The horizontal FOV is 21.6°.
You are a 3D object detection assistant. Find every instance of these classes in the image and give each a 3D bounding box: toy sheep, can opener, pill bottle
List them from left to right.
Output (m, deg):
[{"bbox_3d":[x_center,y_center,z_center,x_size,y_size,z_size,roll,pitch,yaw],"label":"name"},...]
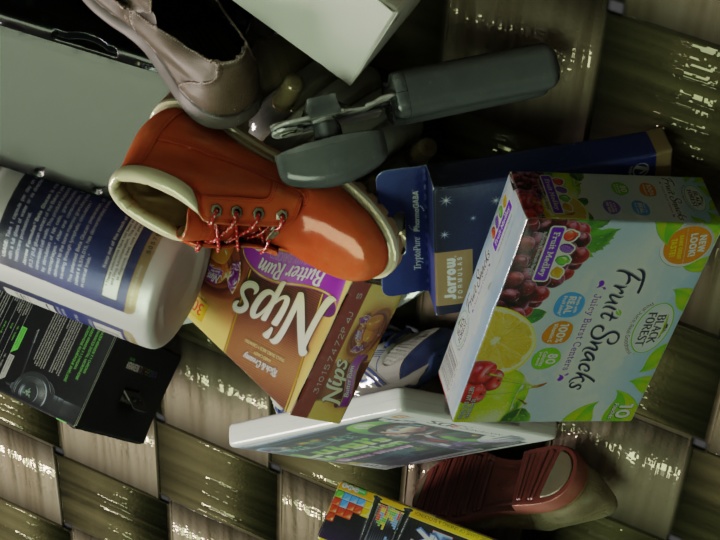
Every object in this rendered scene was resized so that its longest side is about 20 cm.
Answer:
[{"bbox_3d":[-0.223,-0.025,1.425,0.200,0.111,0.111,21,138,11],"label":"pill bottle"},{"bbox_3d":[-0.013,-0.085,1.351,0.200,0.138,0.138,55,139,3],"label":"toy sheep"},{"bbox_3d":[0.038,-0.100,1.261,0.053,0.200,0.067,143,114,-80],"label":"can opener"}]

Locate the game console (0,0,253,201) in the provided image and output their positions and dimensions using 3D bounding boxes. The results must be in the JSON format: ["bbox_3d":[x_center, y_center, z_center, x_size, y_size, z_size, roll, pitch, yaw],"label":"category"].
[{"bbox_3d":[-0.184,-0.159,1.366,0.200,0.176,0.116,17,154,4],"label":"game console"}]

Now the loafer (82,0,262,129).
[{"bbox_3d":[-0.130,-0.188,1.275,0.200,0.073,0.071,47,151,16],"label":"loafer"}]

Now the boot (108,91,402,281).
[{"bbox_3d":[-0.072,-0.035,1.269,0.200,0.107,0.075,28,131,5],"label":"boot"}]

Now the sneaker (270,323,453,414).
[{"bbox_3d":[-0.007,0.067,1.534,0.200,0.075,0.088,-18,94,37],"label":"sneaker"}]

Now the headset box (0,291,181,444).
[{"bbox_3d":[-0.272,0.072,1.651,0.200,0.093,0.174,23,176,14],"label":"headset box"}]

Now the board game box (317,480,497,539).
[{"bbox_3d":[0.070,0.249,1.599,0.165,0.057,0.200,20,169,21],"label":"board game box"}]

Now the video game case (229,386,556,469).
[{"bbox_3d":[0.026,0.131,1.529,0.182,0.023,0.200,14,159,-42],"label":"video game case"}]

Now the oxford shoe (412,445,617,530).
[{"bbox_3d":[0.125,0.194,1.571,0.075,0.070,0.200,37,153,-31],"label":"oxford shoe"}]

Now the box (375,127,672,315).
[{"bbox_3d":[0.113,-0.030,1.304,0.200,0.032,0.121,-8,133,-5],"label":"box"}]

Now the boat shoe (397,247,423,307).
[{"bbox_3d":[0.000,0.000,1.454,0.200,0.074,0.065,-29,104,30],"label":"boat shoe"}]

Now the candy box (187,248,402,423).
[{"bbox_3d":[-0.063,0.016,1.432,0.200,0.056,0.117,41,110,47],"label":"candy box"}]

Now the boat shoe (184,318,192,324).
[{"bbox_3d":[-0.138,0.005,1.576,0.200,0.070,0.066,-1,121,35],"label":"boat shoe"}]

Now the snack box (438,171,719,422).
[{"bbox_3d":[0.148,0.022,1.302,0.142,0.053,0.200,0,135,-17],"label":"snack box"}]

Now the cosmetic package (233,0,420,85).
[{"bbox_3d":[-0.048,-0.231,1.253,0.200,0.108,0.085,38,138,1],"label":"cosmetic package"}]
